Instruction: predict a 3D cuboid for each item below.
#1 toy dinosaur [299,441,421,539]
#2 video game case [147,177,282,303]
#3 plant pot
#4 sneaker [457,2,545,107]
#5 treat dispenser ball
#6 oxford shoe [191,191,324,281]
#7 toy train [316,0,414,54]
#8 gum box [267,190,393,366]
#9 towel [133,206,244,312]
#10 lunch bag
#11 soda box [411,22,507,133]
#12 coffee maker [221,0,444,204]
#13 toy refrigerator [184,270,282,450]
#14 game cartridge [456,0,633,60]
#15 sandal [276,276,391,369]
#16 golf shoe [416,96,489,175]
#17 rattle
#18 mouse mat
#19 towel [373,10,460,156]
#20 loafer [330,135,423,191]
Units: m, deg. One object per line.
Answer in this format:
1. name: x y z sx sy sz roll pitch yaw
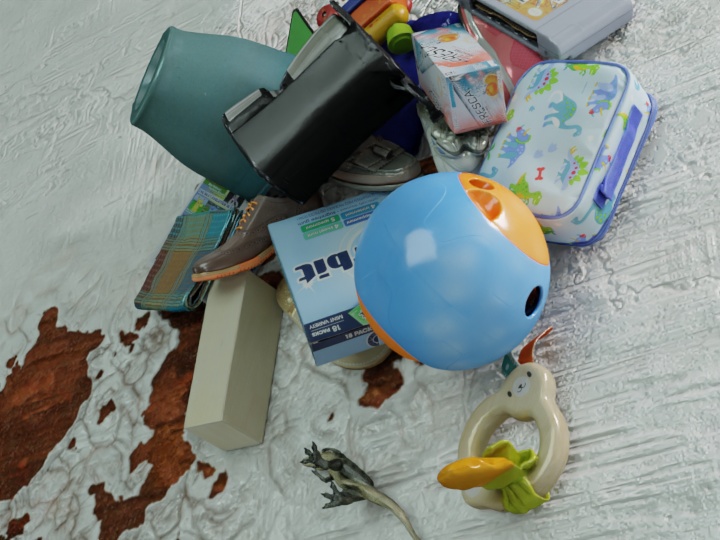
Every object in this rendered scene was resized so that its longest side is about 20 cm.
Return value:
1. toy dinosaur: -0.014 0.226 1.428 0.200 0.088 0.048 33 97 49
2. video game case: -0.185 -0.051 1.815 0.200 0.022 0.183 28 84 49
3. plant pot: -0.184 -0.211 1.716 0.200 0.187 0.201 -57 20 34
4. sneaker: 0.176 -0.267 1.620 0.086 0.074 0.201 -19 46 3
5. treat dispenser ball: 0.093 0.000 1.373 0.200 0.201 0.202 -22 50 29
6. oxford shoe: -0.131 -0.050 1.662 0.200 0.073 0.071 -32 15 -28
7. toy train: 0.043 -0.320 1.685 0.200 0.084 0.116 -38 50 23
8. gum box: 0.000 0.000 1.546 0.169 0.045 0.200 -18 46 -5
9. towel: -0.228 -0.013 1.757 0.200 0.022 0.147 -1 60 60
10. lunch bag: 0.222 -0.126 1.458 0.160 0.082 0.201 8 69 45
11. soda box: 0.110 -0.222 1.541 0.063 0.069 0.200 -13 25 -4
12. coffee maker: -0.041 -0.179 1.547 0.200 0.135 0.192 -45 35 9
13. toy refrigerator: -0.153 0.109 1.640 0.070 0.076 0.201 -16 54 34
14. game cartridge: 0.216 -0.321 1.585 0.133 0.042 0.200 -37 47 -15
15. sandal: -0.051 0.048 1.593 0.078 0.070 0.211 -54 42 -2
16. golf shoe: 0.106 -0.146 1.582 0.078 0.098 0.200 -2 28 1
17. rattle: 0.129 0.129 1.334 0.130 0.142 0.201 -14 59 57
18. mouse mat: -0.065 -0.230 1.767 0.200 0.007 0.162 -123 36 -45
19. towel: 0.050 -0.230 1.712 0.147 0.049 0.201 4 67 51
20. loafer: -0.011 -0.141 1.634 0.199 0.063 0.072 13 36 44
